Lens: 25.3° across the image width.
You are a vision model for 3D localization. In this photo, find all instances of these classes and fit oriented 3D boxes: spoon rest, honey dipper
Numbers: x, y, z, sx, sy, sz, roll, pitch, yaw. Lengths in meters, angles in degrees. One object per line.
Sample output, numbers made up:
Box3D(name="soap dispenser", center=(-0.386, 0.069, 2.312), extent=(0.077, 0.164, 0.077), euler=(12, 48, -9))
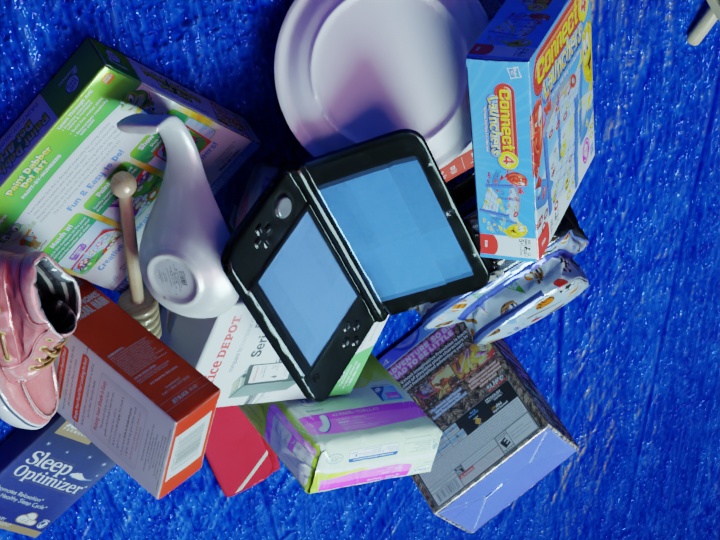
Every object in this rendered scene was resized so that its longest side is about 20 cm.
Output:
Box3D(name="spoon rest", center=(-0.152, -0.046, 1.343), extent=(0.061, 0.099, 0.200), euler=(-53, 142, -48))
Box3D(name="honey dipper", center=(-0.203, -0.010, 1.412), extent=(0.038, 0.038, 0.200), euler=(-20, 139, -18))

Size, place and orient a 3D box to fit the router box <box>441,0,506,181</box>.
Box3D(name="router box", center=(0.061, -0.154, 1.501), extent=(0.200, 0.049, 0.180), euler=(-30, 145, -4))

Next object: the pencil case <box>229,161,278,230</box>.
Box3D(name="pencil case", center=(-0.018, -0.037, 1.487), extent=(0.199, 0.083, 0.091), euler=(16, 169, -14))

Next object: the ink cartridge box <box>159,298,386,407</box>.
Box3D(name="ink cartridge box", center=(-0.085, 0.052, 1.536), extent=(0.200, 0.084, 0.146), euler=(-4, 135, -34))

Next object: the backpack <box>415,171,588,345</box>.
Box3D(name="backpack", center=(0.134, -0.007, 1.635), extent=(0.190, 0.154, 0.200), euler=(-24, 166, 13))

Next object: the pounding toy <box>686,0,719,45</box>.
Box3D(name="pounding toy", center=(0.388, -0.302, 1.530), extent=(0.184, 0.142, 0.200), euler=(-38, 134, 6))

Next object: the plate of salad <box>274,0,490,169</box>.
Box3D(name="plate of salad", center=(0.021, -0.175, 1.385), extent=(0.199, 0.048, 0.201), euler=(-2, 99, -13))

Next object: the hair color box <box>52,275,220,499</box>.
Box3D(name="hair color box", center=(-0.224, 0.098, 1.444), extent=(0.064, 0.200, 0.111), euler=(-36, 154, -42))

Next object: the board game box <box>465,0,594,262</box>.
Box3D(name="board game box", center=(0.156, -0.143, 1.423), extent=(0.200, 0.056, 0.196), euler=(-57, 147, -49))

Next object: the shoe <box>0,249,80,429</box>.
Box3D(name="shoe", center=(-0.281, 0.063, 1.374), extent=(0.091, 0.072, 0.200), euler=(1, 131, 20))

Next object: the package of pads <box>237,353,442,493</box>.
Box3D(name="package of pads", center=(-0.035, 0.141, 1.644), extent=(0.154, 0.200, 0.068), euler=(-5, 124, -32))

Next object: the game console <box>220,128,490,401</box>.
Box3D(name="game console", center=(0.000, 0.000, 1.382), extent=(0.171, 0.118, 0.200), euler=(-57, 136, -29))

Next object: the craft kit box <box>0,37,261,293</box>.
Box3D(name="craft kit box", center=(-0.219, -0.082, 1.376), extent=(0.200, 0.049, 0.197), euler=(-45, 146, 16))

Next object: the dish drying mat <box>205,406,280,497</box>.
Box3D(name="dish drying mat", center=(-0.139, 0.185, 1.774), extent=(0.077, 0.018, 0.200), euler=(-26, 144, -9))

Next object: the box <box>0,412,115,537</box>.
Box3D(name="box", center=(-0.312, 0.192, 1.639), extent=(0.200, 0.032, 0.121), euler=(-43, 143, 12))

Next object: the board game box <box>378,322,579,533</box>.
Box3D(name="board game box", center=(0.116, 0.160, 1.784), extent=(0.159, 0.200, 0.097), euler=(-39, 145, 9))

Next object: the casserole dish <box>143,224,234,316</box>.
Box3D(name="casserole dish", center=(-0.137, 0.019, 1.563), extent=(0.200, 0.039, 0.121), euler=(-29, 144, -5))
